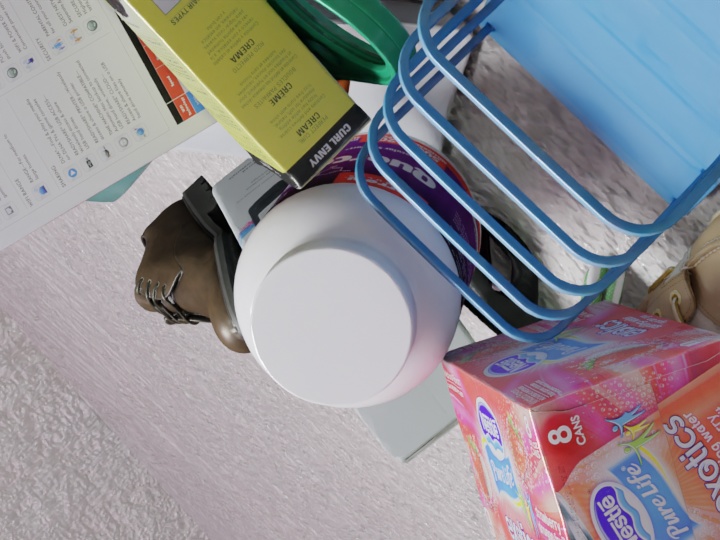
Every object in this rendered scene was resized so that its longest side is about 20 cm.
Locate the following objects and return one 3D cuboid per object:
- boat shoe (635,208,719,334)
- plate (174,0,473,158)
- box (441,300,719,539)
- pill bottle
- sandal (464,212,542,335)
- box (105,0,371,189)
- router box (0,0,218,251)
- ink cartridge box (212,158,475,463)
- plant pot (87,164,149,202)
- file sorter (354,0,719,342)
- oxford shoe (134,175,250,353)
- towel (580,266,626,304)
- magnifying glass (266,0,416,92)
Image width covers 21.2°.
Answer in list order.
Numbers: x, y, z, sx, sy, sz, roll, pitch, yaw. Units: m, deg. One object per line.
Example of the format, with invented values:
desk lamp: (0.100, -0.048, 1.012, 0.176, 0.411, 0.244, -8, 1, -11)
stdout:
boat shoe: (0.172, 0.026, 0.929, 0.074, 0.069, 0.200, 42, 164, 10)
plate: (-0.046, -0.110, 1.052, 0.199, 0.032, 0.200, 5, 162, -2)
box: (0.109, 0.080, 0.879, 0.200, 0.094, 0.103, -152, 45, -80)
pill bottle: (0.000, 0.000, 0.980, 0.112, 0.112, 0.200, 47, -164, -6)
sandal: (0.080, 0.002, 1.161, 0.075, 0.048, 0.200, 36, 175, 40)
box: (-0.084, -0.127, 0.864, 0.200, 0.050, 0.075, 46, 176, -22)
router box: (-0.179, -0.121, 0.899, 0.201, 0.179, 0.049, 63, 170, -21)
ink cartridge box: (-0.005, 0.009, 1.203, 0.146, 0.083, 0.200, 53, -179, -25)
plant pot: (-0.181, -0.139, 1.203, 0.161, 0.201, 0.200, 36, 166, -12)
file sorter: (0.086, -0.067, 0.821, 0.139, 0.123, 0.200, 44, 165, 5)
oxford shoe: (-0.102, 0.013, 1.261, 0.073, 0.084, 0.200, 54, -179, -26)
towel: (0.123, 0.100, 1.116, 0.023, 0.153, 0.200, 11, 156, 8)
magnifying glass: (-0.014, -0.106, 0.908, 0.079, 0.022, 0.200, 34, 172, 2)
